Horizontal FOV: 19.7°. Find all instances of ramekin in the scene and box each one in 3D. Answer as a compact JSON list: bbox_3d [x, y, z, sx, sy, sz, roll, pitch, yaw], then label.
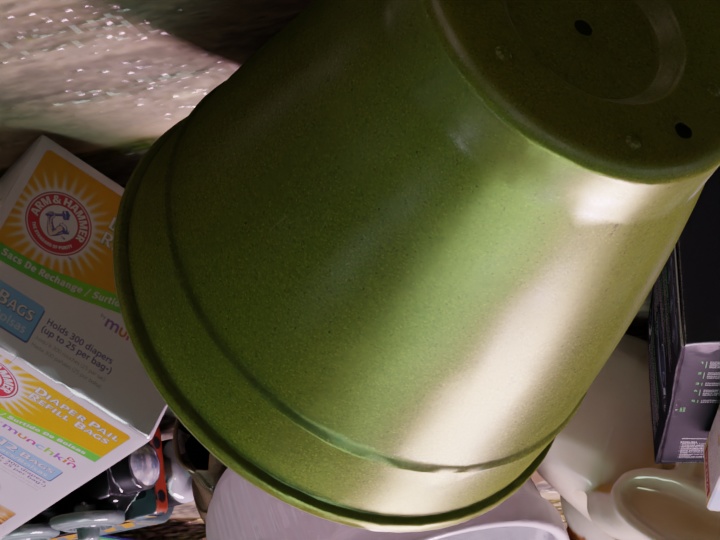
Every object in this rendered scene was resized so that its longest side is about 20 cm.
[{"bbox_3d":[0.007,0.149,1.167,0.200,0.105,0.200,-19,152,-11],"label":"ramekin"}]

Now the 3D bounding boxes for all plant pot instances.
[{"bbox_3d":[0.038,-0.036,0.757,0.200,0.201,0.193,10,144,-25],"label":"plant pot"}]

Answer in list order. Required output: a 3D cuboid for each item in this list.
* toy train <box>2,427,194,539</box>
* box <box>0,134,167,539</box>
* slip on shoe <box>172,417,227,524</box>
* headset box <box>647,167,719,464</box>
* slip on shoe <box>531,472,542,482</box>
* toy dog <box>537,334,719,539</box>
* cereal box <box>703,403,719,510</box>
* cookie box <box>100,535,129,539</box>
[{"bbox_3d":[-0.195,0.140,1.317,0.200,0.085,0.114,-17,165,31],"label":"toy train"},{"bbox_3d":[-0.161,0.038,0.977,0.112,0.101,0.200,34,147,-15],"label":"box"},{"bbox_3d":[-0.081,0.098,1.201,0.061,0.076,0.200,-8,158,-21],"label":"slip on shoe"},{"bbox_3d":[0.232,0.022,1.004,0.174,0.093,0.200,-2,158,5],"label":"headset box"},{"bbox_3d":[0.025,0.132,1.299,0.200,0.061,0.076,2,157,-6],"label":"slip on shoe"},{"bbox_3d":[0.162,0.119,1.196,0.194,0.140,0.200,8,160,11],"label":"toy dog"},{"bbox_3d":[0.237,0.063,0.933,0.144,0.040,0.200,0,157,1],"label":"cereal box"},{"bbox_3d":[-0.213,0.248,1.547,0.200,0.075,0.171,13,157,-30],"label":"cookie box"}]
